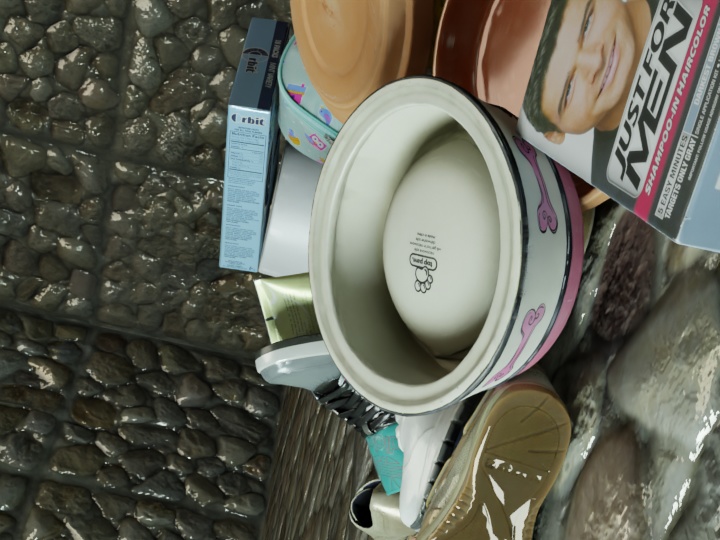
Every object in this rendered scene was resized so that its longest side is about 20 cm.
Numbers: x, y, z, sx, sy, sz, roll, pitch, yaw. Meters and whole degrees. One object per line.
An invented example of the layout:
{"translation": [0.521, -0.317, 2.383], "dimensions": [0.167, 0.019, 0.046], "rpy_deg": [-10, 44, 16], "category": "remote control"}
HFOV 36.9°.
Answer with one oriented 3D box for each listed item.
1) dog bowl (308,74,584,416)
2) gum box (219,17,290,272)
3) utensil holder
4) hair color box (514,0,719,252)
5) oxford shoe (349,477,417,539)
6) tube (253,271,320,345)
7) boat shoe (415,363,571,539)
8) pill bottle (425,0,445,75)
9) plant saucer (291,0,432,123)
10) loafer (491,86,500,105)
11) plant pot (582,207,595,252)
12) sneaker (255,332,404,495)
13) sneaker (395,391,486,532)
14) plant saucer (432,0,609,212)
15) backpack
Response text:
{"translation": [0.052, -0.014, 0.659], "dimensions": [0.200, 0.073, 0.202], "rpy_deg": [-2, 88, 52], "category": "dog bowl"}
{"translation": [-0.110, -0.130, 1.118], "dimensions": [0.170, 0.044, 0.201], "rpy_deg": [-84, 3, -49], "category": "gum box"}
{"translation": [-0.001, -0.053, 1.197], "dimensions": [0.170, 0.199, 0.171], "rpy_deg": [-168, 90, -83], "category": "utensil holder"}
{"translation": [0.140, -0.083, 0.493], "dimensions": [0.200, 0.060, 0.100], "rpy_deg": [-117, 40, -69], "category": "hair color box"}
{"translation": [0.025, 0.218, 0.998], "dimensions": [0.200, 0.073, 0.071], "rpy_deg": [118, 164, -68], "category": "oxford shoe"}
{"translation": [0.018, 0.016, 0.876], "dimensions": [0.052, 0.199, 0.058], "rpy_deg": [81, 175, -77], "category": "tube"}
{"translation": [0.077, 0.153, 0.693], "dimensions": [0.065, 0.072, 0.201], "rpy_deg": [-79, 9, -73], "category": "boat shoe"}
{"translation": [0.098, -0.204, 0.800], "dimensions": [0.111, 0.111, 0.201], "rpy_deg": [-105, 13, -77], "category": "pill bottle"}
{"translation": [-0.008, -0.209, 0.830], "dimensions": [0.200, 0.032, 0.202], "rpy_deg": [33, 129, 55], "category": "plant saucer"}
{"translation": [0.153, -0.179, 0.730], "dimensions": [0.071, 0.073, 0.201], "rpy_deg": [13, 88, 48], "category": "loafer"}
{"translation": [0.082, -0.012, 0.760], "dimensions": [0.200, 0.027, 0.201], "rpy_deg": [-41, 31, 32], "category": "plant pot"}
{"translation": [0.011, 0.118, 0.867], "dimensions": [0.084, 0.199, 0.122], "rpy_deg": [-35, 55, 56], "category": "sneaker"}
{"translation": [0.058, 0.097, 0.805], "dimensions": [0.075, 0.087, 0.201], "rpy_deg": [43, -127, -45], "category": "sneaker"}
{"translation": [0.119, -0.132, 0.659], "dimensions": [0.200, 0.032, 0.202], "rpy_deg": [-1, 88, 53], "category": "plant saucer"}
{"translation": [0.019, -0.174, 1.028], "dimensions": [0.176, 0.199, 0.153], "rpy_deg": [-59, -15, -18], "category": "backpack"}
